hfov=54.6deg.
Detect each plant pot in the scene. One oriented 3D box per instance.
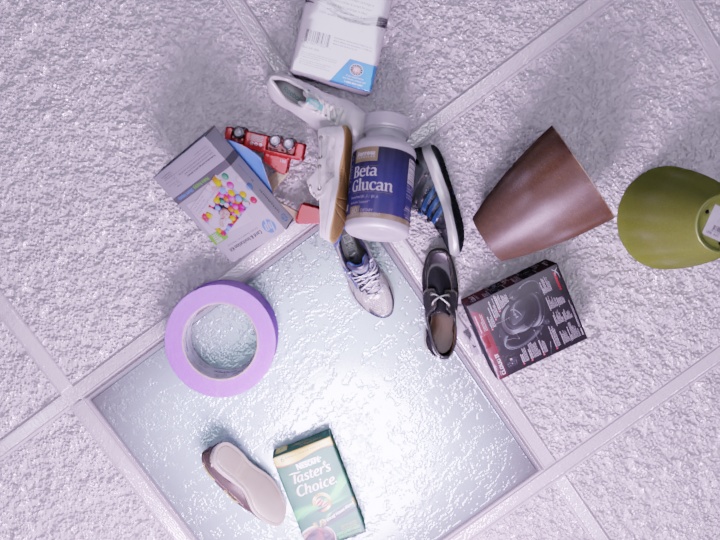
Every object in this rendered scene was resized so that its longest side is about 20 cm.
[{"bbox_3d":[0.567,-0.084,1.190,0.183,0.200,0.191,0,97,-2],"label":"plant pot"},{"bbox_3d":[0.300,-0.111,1.205,0.199,0.187,0.188,-36,97,18],"label":"plant pot"}]

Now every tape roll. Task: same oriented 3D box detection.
[{"bbox_3d":[-0.248,0.121,1.258,0.196,0.066,0.204,0,97,-1],"label":"tape roll"}]

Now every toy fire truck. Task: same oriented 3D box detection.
[{"bbox_3d":[-0.153,-0.167,1.234,0.196,0.049,0.144,12,100,0],"label":"toy fire truck"}]

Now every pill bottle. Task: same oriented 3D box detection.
[{"bbox_3d":[0.036,-0.158,1.177,0.109,0.111,0.204,6,79,-2],"label":"pill bottle"}]

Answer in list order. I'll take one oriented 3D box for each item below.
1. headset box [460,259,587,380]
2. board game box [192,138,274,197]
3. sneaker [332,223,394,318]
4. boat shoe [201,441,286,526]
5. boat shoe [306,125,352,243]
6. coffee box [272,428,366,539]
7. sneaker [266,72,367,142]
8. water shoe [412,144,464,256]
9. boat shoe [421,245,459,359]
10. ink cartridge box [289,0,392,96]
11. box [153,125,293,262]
[{"bbox_3d":[0.285,0.092,1.265,0.197,0.077,0.151,-26,96,2],"label":"headset box"},{"bbox_3d":[-0.214,-0.147,1.209,0.155,0.039,0.202,0,128,23],"label":"board game box"},{"bbox_3d":[0.000,0.000,1.241,0.076,0.085,0.202,-29,97,2],"label":"sneaker"},{"bbox_3d":[-0.216,0.399,1.295,0.059,0.072,0.201,-22,115,41],"label":"boat shoe"},{"bbox_3d":[-0.057,-0.147,1.190,0.068,0.071,0.204,3,78,14],"label":"boat shoe"},{"bbox_3d":[-0.077,0.413,1.308,0.121,0.044,0.203,-19,97,1],"label":"coffee box"},{"bbox_3d":[-0.074,-0.280,1.203,0.197,0.089,0.076,24,94,-5],"label":"sneaker"},{"bbox_3d":[0.129,-0.120,1.249,0.078,0.071,0.203,-15,93,22],"label":"water shoe"},{"bbox_3d":[0.148,0.058,1.262,0.070,0.068,0.204,-1,95,0],"label":"boat shoe"},{"bbox_3d":[-0.028,-0.418,1.190,0.142,0.084,0.204,14,97,-4],"label":"ink cartridge box"},{"bbox_3d":[-0.232,-0.123,1.181,0.155,0.041,0.200,-24,116,37],"label":"box"}]
